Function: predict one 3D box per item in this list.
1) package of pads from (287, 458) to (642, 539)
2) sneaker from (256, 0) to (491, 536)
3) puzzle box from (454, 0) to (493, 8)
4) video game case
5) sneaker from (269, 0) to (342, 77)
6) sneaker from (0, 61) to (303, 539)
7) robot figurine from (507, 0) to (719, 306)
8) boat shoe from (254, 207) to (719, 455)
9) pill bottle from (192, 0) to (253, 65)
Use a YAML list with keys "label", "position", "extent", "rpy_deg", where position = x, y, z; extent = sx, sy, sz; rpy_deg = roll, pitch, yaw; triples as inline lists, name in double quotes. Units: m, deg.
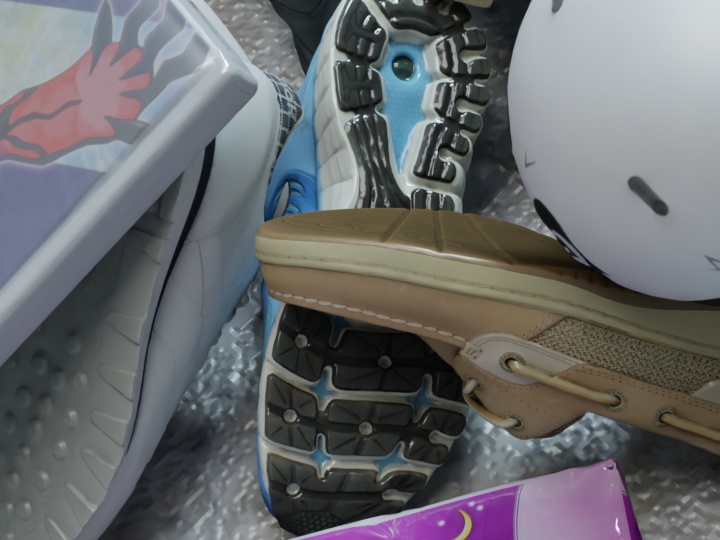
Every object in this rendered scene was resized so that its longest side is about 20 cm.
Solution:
- label: "package of pads"
  position: [0.002, 0.141, 0.711]
  extent: [0.198, 0.076, 0.121]
  rpy_deg: [-15, 54, 9]
- label: "sneaker"
  position: [0.000, 0.000, 0.822]
  extent: [0.078, 0.090, 0.202]
  rpy_deg: [16, 72, -16]
- label: "puzzle box"
  position: [0.054, -0.211, 0.819]
  extent: [0.025, 0.201, 0.133]
  rpy_deg: [11, 27, -18]
- label: "video game case"
  position: [-0.152, -0.051, 0.770]
  extent: [0.200, 0.023, 0.182]
  rpy_deg: [-46, 60, 10]
- label: "sneaker"
  position: [-0.028, -0.158, 0.922]
  extent: [0.076, 0.091, 0.200]
  rpy_deg: [-32, 51, -2]
- label: "sneaker"
  position: [-0.077, 0.021, 0.798]
  extent: [0.076, 0.080, 0.201]
  rpy_deg: [35, 112, 26]
- label: "robot figurine"
  position: [0.136, -0.050, 0.711]
  extent: [0.150, 0.199, 0.126]
  rpy_deg: [22, 107, 46]
- label: "boat shoe"
  position: [0.059, 0.025, 0.743]
  extent: [0.198, 0.071, 0.065]
  rpy_deg: [12, 103, 3]
- label: "pill bottle"
  position: [-0.133, -0.024, 0.851]
  extent: [0.200, 0.113, 0.113]
  rpy_deg: [-42, 53, -11]
